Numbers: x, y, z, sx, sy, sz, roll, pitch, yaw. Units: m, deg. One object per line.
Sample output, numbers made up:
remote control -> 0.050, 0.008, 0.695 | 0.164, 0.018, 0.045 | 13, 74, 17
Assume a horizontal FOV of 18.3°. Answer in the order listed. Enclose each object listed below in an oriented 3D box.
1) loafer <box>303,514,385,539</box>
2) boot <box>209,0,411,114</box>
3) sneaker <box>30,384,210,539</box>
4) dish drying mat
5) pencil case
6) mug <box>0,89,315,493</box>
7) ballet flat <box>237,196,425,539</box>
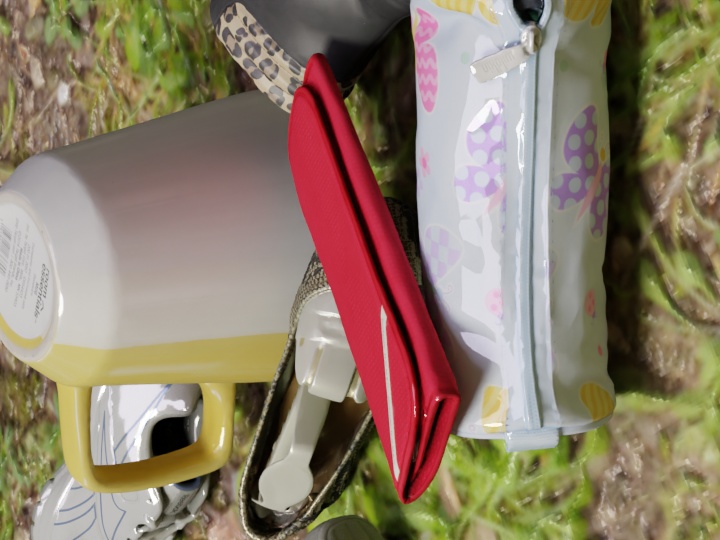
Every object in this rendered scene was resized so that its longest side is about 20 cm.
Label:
loafer -> 0.003, 0.219, 1.083 | 0.070, 0.070, 0.200 | -19, 83, 46
boot -> -0.026, -0.181, 1.032 | 0.200, 0.073, 0.151 | 60, 140, 19
sneaker -> -0.128, 0.124, 1.248 | 0.087, 0.074, 0.200 | 37, 127, 39
dish drying mat -> 0.000, 0.000, 0.970 | 0.077, 0.018, 0.200 | 102, 155, -47
pencil case -> 0.065, -0.030, 0.924 | 0.091, 0.083, 0.200 | -148, 55, -67
mug -> -0.099, 0.010, 1.105 | 0.149, 0.153, 0.187 | -20, 82, 54
ballet flat -> -0.015, 0.059, 1.065 | 0.068, 0.075, 0.200 | 25, 128, 4
